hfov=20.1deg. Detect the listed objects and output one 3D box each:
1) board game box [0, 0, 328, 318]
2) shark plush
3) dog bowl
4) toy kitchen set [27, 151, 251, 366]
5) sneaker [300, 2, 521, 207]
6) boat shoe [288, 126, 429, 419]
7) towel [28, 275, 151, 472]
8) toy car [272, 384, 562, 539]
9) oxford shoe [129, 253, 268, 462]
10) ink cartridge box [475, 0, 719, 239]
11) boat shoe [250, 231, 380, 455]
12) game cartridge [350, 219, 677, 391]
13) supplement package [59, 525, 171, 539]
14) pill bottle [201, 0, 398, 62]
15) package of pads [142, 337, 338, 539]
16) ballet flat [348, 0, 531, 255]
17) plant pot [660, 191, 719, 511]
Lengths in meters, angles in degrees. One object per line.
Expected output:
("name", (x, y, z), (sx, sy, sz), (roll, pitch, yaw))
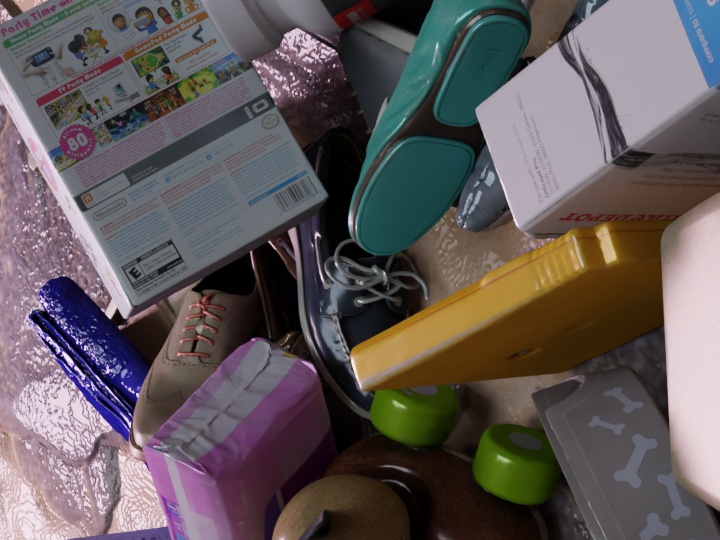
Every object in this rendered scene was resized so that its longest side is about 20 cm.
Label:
("board game box", (-0.135, -0.093, 1.312), (0.200, 0.147, 0.064), (61, 167, 2))
("shark plush", (0.124, -0.108, 1.205), (0.091, 0.083, 0.200), (54, 128, 32))
("dog bowl", (0.159, 0.143, 1.117), (0.058, 0.200, 0.201), (-24, 68, 1))
("toy kitchen set", (-0.187, -0.039, 1.485), (0.163, 0.180, 0.200), (54, 129, 33))
("sneaker", (0.012, -0.117, 1.336), (0.200, 0.075, 0.107), (31, 114, 42))
("boat shoe", (0.000, 0.000, 1.360), (0.062, 0.075, 0.201), (-44, 50, 52))
("towel", (-0.165, 0.107, 1.490), (0.200, 0.049, 0.148), (46, 163, 27))
("toy car", (0.010, 0.176, 1.241), (0.157, 0.200, 0.165), (26, 113, 26))
("oxford shoe", (-0.113, 0.053, 1.393), (0.070, 0.200, 0.075), (6, 126, 12))
("ink cartridge box", (0.183, -0.099, 1.095), (0.200, 0.144, 0.085), (-37, 63, 42))
("boat shoe", (-0.033, 0.060, 1.395), (0.072, 0.072, 0.201), (-36, 66, 43))
("game cartridge", (0.120, 0.017, 1.147), (0.200, 0.176, 0.033), (-32, 68, 43))
("supplement package", (-0.187, 0.262, 1.480), (0.114, 0.199, 0.110), (-42, 61, 41))
("pill bottle", (-0.005, -0.216, 1.259), (0.199, 0.116, 0.116), (-27, 67, 9))
("package of pads", (-0.066, 0.157, 1.341), (0.075, 0.120, 0.201), (19, 137, 35))
("ballet flat", (0.046, -0.099, 1.236), (0.071, 0.067, 0.200), (-103, 33, -46))
("plant pot", (0.257, 0.039, 0.992), (0.177, 0.199, 0.201), (-5, 87, 55))
